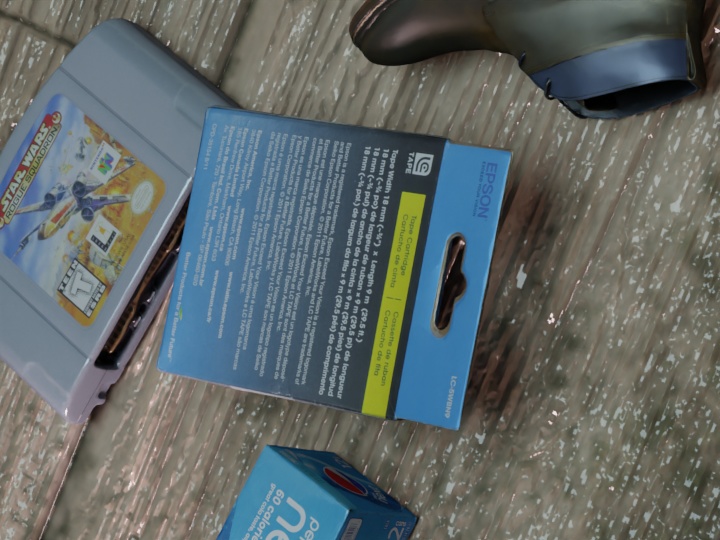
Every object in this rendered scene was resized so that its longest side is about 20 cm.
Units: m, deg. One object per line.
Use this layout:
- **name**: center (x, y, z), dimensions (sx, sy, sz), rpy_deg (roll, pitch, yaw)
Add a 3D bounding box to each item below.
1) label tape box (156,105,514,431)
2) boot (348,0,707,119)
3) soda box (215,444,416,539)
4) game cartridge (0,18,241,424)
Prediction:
- **label tape box**: center (0.000, 0.000, 1.506), dimensions (0.199, 0.063, 0.145), rpy_deg (10, 89, 36)
- **boot**: center (0.083, -0.113, 1.457), dimensions (0.199, 0.075, 0.097), rpy_deg (-19, 70, 31)
- **soda box**: center (-0.054, 0.193, 1.517), dimensions (0.068, 0.064, 0.201), rpy_deg (35, 103, 34)
- **game cartridge**: center (-0.151, -0.032, 1.640), dimensions (0.133, 0.041, 0.200), rpy_deg (37, 105, 29)
